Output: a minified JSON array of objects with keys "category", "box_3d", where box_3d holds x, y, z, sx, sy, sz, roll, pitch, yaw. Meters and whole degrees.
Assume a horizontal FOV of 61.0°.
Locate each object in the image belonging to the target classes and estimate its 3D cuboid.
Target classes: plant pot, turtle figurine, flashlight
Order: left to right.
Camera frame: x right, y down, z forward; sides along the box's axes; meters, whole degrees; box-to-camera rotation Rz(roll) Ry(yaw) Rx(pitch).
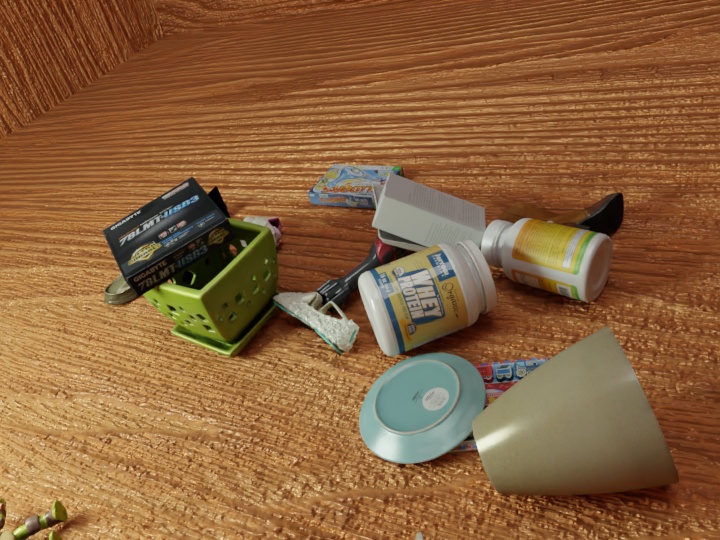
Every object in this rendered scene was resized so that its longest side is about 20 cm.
[{"category":"turtle figurine","box_3d":[-0.505,0.399,0.862,0.159,0.065,0.200,-14,27,-9]},{"category":"plant pot","box_3d":[-0.265,0.035,1.135,0.197,0.183,0.200,13,45,33]},{"category":"flashlight","box_3d":[0.000,0.000,1.176,0.199,0.068,0.068,-37,67,-19]},{"category":"plant pot","box_3d":[0.244,0.192,0.744,0.198,0.188,0.189,-23,34,14]}]

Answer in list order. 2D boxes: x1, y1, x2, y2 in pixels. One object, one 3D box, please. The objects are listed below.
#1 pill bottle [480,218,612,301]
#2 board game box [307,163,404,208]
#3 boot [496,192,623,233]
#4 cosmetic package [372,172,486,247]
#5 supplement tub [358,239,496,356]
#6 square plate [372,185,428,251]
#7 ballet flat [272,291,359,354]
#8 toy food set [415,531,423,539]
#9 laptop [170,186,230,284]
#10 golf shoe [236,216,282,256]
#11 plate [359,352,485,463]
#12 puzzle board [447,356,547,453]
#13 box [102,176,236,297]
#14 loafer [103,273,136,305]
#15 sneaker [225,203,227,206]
[{"category":"pill bottle","box_3d":[0.310,-0.026,1.036,0.198,0.112,0.111,18,49,38]},{"category":"board game box","box_3d":[-0.010,-0.203,1.466,0.197,0.035,0.136,7,43,30]},{"category":"boot","box_3d":[0.378,-0.099,1.168,0.188,0.069,0.199,-44,36,-20]},{"category":"cosmetic package","box_3d":[0.129,-0.099,1.134,0.197,0.072,0.102,21,33,-2]},{"category":"supplement tub","box_3d":[0.108,0.041,1.004,0.197,0.146,0.145,-21,36,-5]},{"category":"square plate","box_3d":[0.119,-0.088,1.205,0.197,0.029,0.200,13,36,-12]},{"category":"ballet flat","box_3d":[-0.075,0.079,1.092,0.071,0.072,0.199,-37,48,-26]},{"category":"toy food set","box_3d":[-0.008,0.387,0.674,0.197,0.061,0.144,-17,36,0]},{"category":"laptop","box_3d":[-0.356,-0.049,1.264,0.199,0.116,0.188,-14,33,53]},{"category":"golf shoe","box_3d":[-0.220,-0.061,1.339,0.090,0.076,0.201,-10,38,5]},{"category":"plate","box_3d":[0.085,0.190,0.898,0.197,0.026,0.201,-19,33,13]},{"category":"puzzle board","box_3d":[0.182,0.192,0.887,0.196,0.018,0.152,-9,37,13]},{"category":"box","box_3d":[-0.347,-0.068,1.098,0.198,0.050,0.198,-33,43,-13]},{"category":"loafer","box_3d":[-0.499,-0.001,1.377,0.075,0.068,0.200,16,47,37]},{"category":"sneaker","box_3d":[-0.433,-0.134,1.515,0.198,0.076,0.106,-30,40,-15]}]
